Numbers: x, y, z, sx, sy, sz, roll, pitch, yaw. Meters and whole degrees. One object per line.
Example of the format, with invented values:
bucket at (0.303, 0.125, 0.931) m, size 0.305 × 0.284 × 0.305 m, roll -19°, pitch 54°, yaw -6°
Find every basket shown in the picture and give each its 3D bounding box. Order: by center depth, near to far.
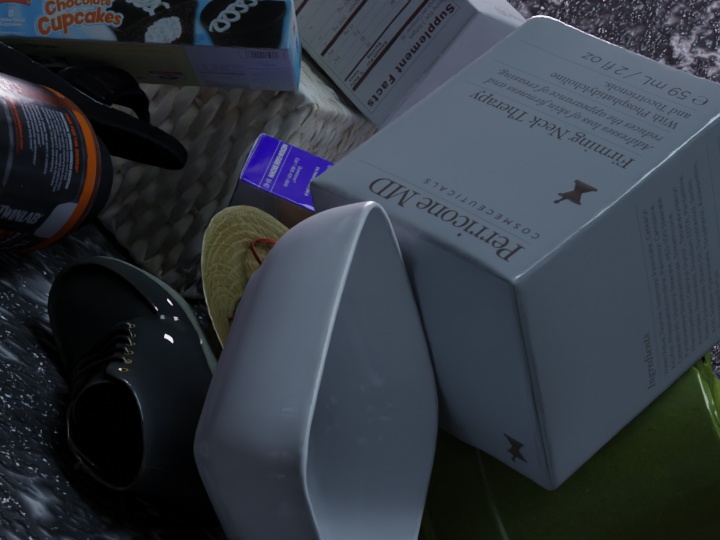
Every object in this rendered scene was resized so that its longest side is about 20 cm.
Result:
basket at (-0.113, -0.103, 1.373) m, size 0.198 × 0.200 × 0.161 m, roll 45°, pitch 17°, yaw 19°

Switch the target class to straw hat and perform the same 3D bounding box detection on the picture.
straw hat at (-0.066, 0.065, 1.123) m, size 0.201 × 0.085 × 0.201 m, roll 45°, pitch 25°, yaw -28°

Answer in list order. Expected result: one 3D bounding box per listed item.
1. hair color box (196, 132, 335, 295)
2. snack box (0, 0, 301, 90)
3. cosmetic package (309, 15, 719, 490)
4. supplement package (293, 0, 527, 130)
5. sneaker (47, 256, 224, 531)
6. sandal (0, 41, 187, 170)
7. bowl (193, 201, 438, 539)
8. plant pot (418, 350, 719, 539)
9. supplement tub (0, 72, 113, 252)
hair color box at (0.000, 0.000, 1.231) m, size 0.200 × 0.109 × 0.065 m, roll 22°, pitch 39°, yaw -3°
snack box at (-0.142, -0.154, 1.202) m, size 0.199 × 0.037 × 0.116 m, roll 3°, pitch -8°, yaw 1°
cosmetic package at (0.109, -0.015, 1.072) m, size 0.167 × 0.200 × 0.167 m, roll 28°, pitch -34°, yaw 40°
supplement package at (0.020, -0.202, 1.361) m, size 0.200 × 0.117 × 0.117 m, roll 49°, pitch 19°, yaw 25°
sneaker at (-0.133, 0.051, 0.992) m, size 0.200 × 0.075 × 0.106 m, roll 49°, pitch 10°, yaw 34°
sandal at (-0.184, -0.119, 1.182) m, size 0.075 × 0.048 × 0.200 m, roll 5°, pitch -18°, yaw 46°
bowl at (-0.022, 0.086, 0.949) m, size 0.200 × 0.074 × 0.200 m, roll 71°, pitch 26°, yaw -44°
plant pot at (0.148, 0.130, 1.149) m, size 0.200 × 0.190 × 0.200 m, roll -21°, pitch 90°, yaw -74°
supplement tub at (-0.224, -0.066, 1.073) m, size 0.107 × 0.107 × 0.200 m, roll 44°, pitch 12°, yaw 18°
